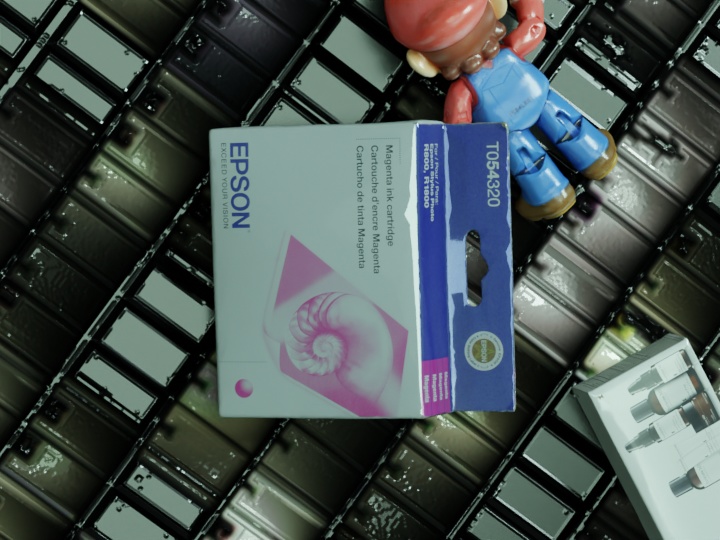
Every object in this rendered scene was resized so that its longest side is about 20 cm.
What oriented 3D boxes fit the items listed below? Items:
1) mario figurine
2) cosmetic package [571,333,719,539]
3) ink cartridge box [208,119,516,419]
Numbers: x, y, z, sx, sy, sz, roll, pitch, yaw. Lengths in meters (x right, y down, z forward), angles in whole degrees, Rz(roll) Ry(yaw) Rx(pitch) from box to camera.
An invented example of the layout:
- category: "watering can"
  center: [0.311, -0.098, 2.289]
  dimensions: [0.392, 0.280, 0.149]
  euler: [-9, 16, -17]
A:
- category: "mario figurine"
  center: [0.086, -0.135, 1.578]
  dimensions: [0.200, 0.106, 0.123]
  euler: [52, 48, -18]
- category: "cosmetic package"
  center: [0.231, 0.151, 1.614]
  dimensions: [0.082, 0.051, 0.200]
  euler: [-29, 97, -5]
- category: "ink cartridge box"
  center: [0.000, 0.000, 1.542]
  dimensions: [0.200, 0.043, 0.197]
  euler: [-2, 93, 16]
